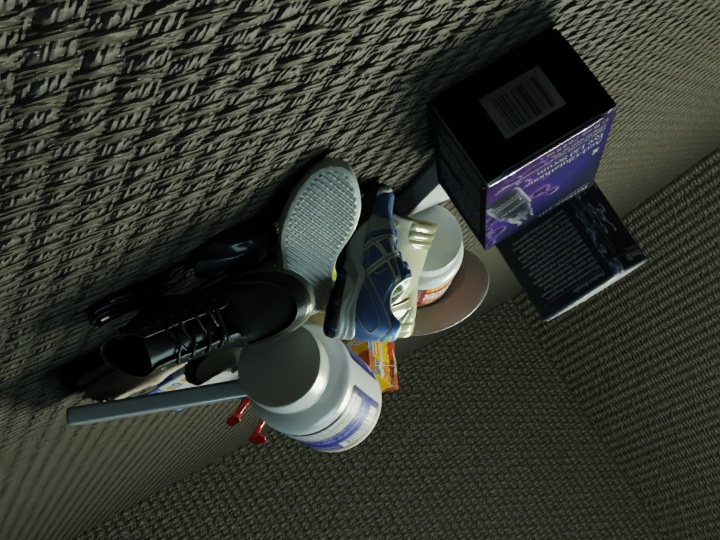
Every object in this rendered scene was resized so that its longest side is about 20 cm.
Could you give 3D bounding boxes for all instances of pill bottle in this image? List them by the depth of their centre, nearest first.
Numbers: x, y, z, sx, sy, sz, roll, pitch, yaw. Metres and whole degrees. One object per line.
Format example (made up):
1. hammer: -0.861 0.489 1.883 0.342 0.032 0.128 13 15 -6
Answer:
1. pill bottle: -0.056 0.126 1.021 0.119 0.120 0.200 -32 155 3
2. pill bottle: 0.083 -0.020 1.280 0.109 0.110 0.200 -30 170 -7

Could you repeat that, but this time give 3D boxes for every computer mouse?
1. computer mouse: -0.166 0.009 0.900 0.200 0.034 0.059 -29 171 -12

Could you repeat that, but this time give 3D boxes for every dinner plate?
1. dinner plate: 0.095 0.021 1.418 0.200 0.200 0.024 -29 129 -11

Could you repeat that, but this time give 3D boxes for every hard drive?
1. hard drive: 0.148 -0.134 1.166 0.200 0.026 0.132 -24 167 -37

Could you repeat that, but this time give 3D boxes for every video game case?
1. video game case: -0.232 0.153 1.084 0.199 0.022 0.182 -7 173 -14

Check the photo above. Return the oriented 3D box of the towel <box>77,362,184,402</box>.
1. towel: -0.241 0.104 1.139 0.200 0.035 0.133 -31 171 -6

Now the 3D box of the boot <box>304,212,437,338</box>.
1. boot: 0.000 0.000 1.099 0.200 0.072 0.155 4 107 -40

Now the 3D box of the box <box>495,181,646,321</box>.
1. box: 0.236 -0.058 1.144 0.107 0.200 0.148 -37 169 30

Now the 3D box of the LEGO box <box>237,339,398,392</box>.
1. LEGO box: -0.060 0.140 1.370 0.199 0.077 0.149 -12 158 15

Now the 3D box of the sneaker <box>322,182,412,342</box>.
1. sneaker: 0.015 -0.006 0.993 0.076 0.077 0.201 115 -11 -57

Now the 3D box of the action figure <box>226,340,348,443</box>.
1. action figure: -0.085 0.120 1.192 0.099 0.065 0.200 -28 -154 51

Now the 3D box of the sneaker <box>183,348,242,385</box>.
1. sneaker: -0.114 0.092 1.108 0.200 0.094 0.070 -39 -171 -37

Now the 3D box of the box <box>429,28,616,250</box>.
1. box: 0.161 -0.126 0.954 0.148 0.104 0.200 -31 162 -2

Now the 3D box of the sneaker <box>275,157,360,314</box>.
1. sneaker: -0.052 -0.046 0.923 0.074 0.082 0.200 4 137 -18

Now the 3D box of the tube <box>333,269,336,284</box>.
1. tube: -0.029 0.012 1.292 0.058 0.052 0.200 -64 180 -26

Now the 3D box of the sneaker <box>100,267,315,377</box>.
1. sneaker: -0.145 0.058 0.894 0.199 0.075 0.106 -14 -167 23

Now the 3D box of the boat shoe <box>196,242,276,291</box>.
1. boat shoe: -0.128 0.028 1.038 0.200 0.057 0.067 -33 170 7

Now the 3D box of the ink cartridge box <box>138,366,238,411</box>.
1. ink cartridge box: -0.198 0.125 1.274 0.200 0.042 0.119 -31 158 7
